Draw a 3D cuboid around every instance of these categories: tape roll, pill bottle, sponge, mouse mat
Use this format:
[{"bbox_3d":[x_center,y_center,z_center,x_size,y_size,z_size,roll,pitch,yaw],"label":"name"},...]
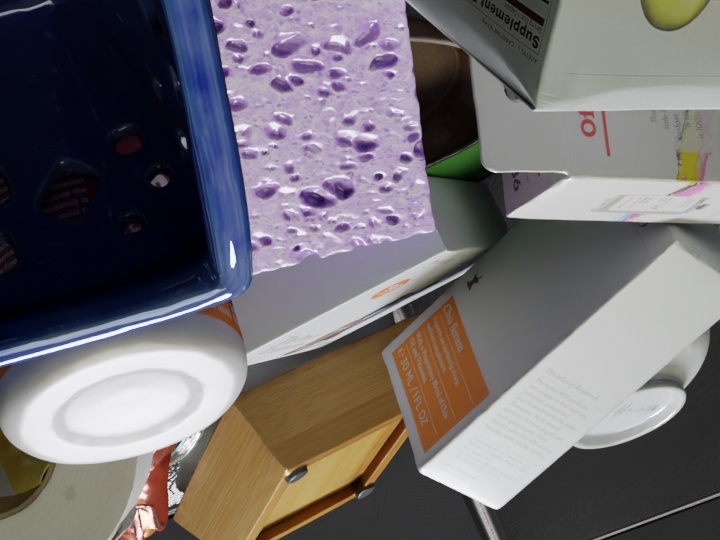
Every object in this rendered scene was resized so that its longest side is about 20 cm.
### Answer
[{"bbox_3d":[-0.214,0.086,0.897,0.202,0.203,0.037,-26,-173,12],"label":"tape roll"},{"bbox_3d":[-0.128,-0.023,0.738,0.113,0.201,0.113,-15,151,-8],"label":"pill bottle"},{"bbox_3d":[-0.030,-0.086,0.751,0.111,0.030,0.200,-13,134,-2],"label":"sponge"},{"bbox_3d":[0.025,-0.044,0.932,0.199,0.008,0.161,-25,175,5],"label":"mouse mat"}]

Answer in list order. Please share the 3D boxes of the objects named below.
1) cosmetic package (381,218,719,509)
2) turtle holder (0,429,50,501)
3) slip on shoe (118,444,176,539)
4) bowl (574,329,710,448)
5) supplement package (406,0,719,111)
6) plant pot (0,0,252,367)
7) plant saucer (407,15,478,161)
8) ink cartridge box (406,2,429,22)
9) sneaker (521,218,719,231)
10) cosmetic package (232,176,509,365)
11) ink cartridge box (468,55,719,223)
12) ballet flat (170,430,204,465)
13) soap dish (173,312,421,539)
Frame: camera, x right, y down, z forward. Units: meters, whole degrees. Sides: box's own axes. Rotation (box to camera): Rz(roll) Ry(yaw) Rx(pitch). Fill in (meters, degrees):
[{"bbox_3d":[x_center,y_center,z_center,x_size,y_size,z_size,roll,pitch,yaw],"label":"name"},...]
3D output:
[{"bbox_3d":[0.111,0.030,0.908,0.071,0.102,0.200,30,116,-34],"label":"cosmetic package"},{"bbox_3d":[-0.207,0.107,0.990,0.185,0.132,0.141,-25,151,11],"label":"turtle holder"},{"bbox_3d":[-0.151,0.143,1.051,0.061,0.074,0.200,19,117,-22],"label":"slip on shoe"},{"bbox_3d":[0.188,0.075,1.227,0.200,0.091,0.201,-14,152,-8],"label":"bowl"},{"bbox_3d":[0.132,-0.180,0.609,0.191,0.147,0.201,-4,122,-26],"label":"supplement package"},{"bbox_3d":[-0.164,-0.088,0.604,0.199,0.180,0.200,-16,143,-9],"label":"plant pot"},{"bbox_3d":[-0.022,-0.082,0.857,0.200,0.035,0.200,-15,160,-5],"label":"plant saucer"},{"bbox_3d":[0.096,-0.164,0.816,0.162,0.057,0.200,10,161,-43],"label":"ink cartridge box"},{"bbox_3d":[0.178,-0.057,1.003,0.200,0.084,0.121,-23,144,-39],"label":"sneaker"},{"bbox_3d":[0.000,0.000,0.943,0.150,0.052,0.200,-30,173,15],"label":"cosmetic package"},{"bbox_3d":[0.132,-0.088,0.798,0.199,0.117,0.067,1,163,-22],"label":"ink cartridge box"},{"bbox_3d":[-0.166,0.121,1.125,0.200,0.069,0.071,-34,167,33],"label":"ballet flat"},{"bbox_3d":[-0.039,0.119,1.128,0.157,0.081,0.200,-24,159,-30],"label":"soap dish"}]
